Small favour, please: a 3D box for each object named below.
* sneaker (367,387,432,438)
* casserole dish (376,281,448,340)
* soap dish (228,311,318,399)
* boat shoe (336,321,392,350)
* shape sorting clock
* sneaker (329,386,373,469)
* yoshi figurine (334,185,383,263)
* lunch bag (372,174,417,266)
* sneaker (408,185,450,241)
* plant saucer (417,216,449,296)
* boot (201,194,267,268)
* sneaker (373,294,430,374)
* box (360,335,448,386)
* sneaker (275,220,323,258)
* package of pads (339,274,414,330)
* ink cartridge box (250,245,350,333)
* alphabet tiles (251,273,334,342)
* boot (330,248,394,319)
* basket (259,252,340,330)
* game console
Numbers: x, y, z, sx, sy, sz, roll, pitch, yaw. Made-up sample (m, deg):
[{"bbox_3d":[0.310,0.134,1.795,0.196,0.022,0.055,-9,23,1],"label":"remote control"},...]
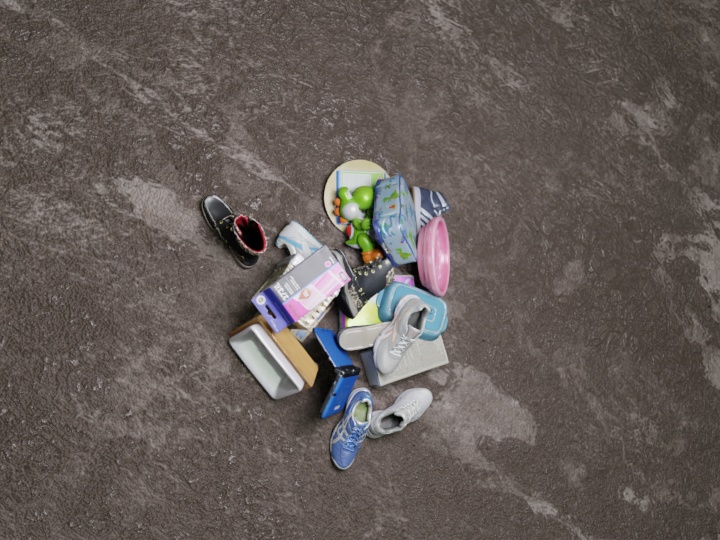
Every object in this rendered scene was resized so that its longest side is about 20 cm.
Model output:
[{"bbox_3d":[0.107,0.357,1.639,0.200,0.099,0.078,-29,92,-22],"label":"sneaker"},{"bbox_3d":[0.137,0.098,1.649,0.200,0.039,0.121,22,71,-15],"label":"casserole dish"},{"bbox_3d":[-0.199,0.194,1.526,0.200,0.157,0.081,53,51,-5],"label":"soap dish"},{"bbox_3d":[0.037,0.156,1.602,0.199,0.063,0.073,-1,97,-18],"label":"boat shoe"},{"bbox_3d":[0.000,-0.186,1.719,0.199,0.039,0.201,0,90,-15],"label":"shape sorting clock"},{"bbox_3d":[-0.021,0.380,1.588,0.076,0.077,0.200,16,87,-11],"label":"sneaker"},{"bbox_3d":[0.017,-0.127,1.656,0.112,0.112,0.200,-28,95,-30],"label":"yoshi figurine"},{"bbox_3d":[0.089,-0.120,1.630,0.161,0.082,0.200,58,26,-46],"label":"lunch bag"},{"bbox_3d":[0.181,-0.124,1.763,0.108,0.070,0.201,4,77,-19],"label":"sneaker"},{"bbox_3d":[0.183,-0.034,1.663,0.051,0.200,0.201,-2,79,19],"label":"plant saucer"},{"bbox_3d":[-0.290,-0.102,1.534,0.073,0.151,0.200,-32,93,-22],"label":"boot"},{"bbox_3d":[0.097,0.153,1.539,0.076,0.092,0.200,24,89,-23],"label":"sneaker"},{"bbox_3d":[0.111,0.220,1.674,0.200,0.078,0.095,-13,86,-22],"label":"box"},{"bbox_3d":[-0.118,-0.032,1.621,0.200,0.077,0.081,41,87,10],"label":"sneaker"},{"bbox_3d":[0.044,0.088,1.675,0.199,0.068,0.155,2,80,-20],"label":"package of pads"},{"bbox_3d":[-0.127,0.041,1.425,0.200,0.037,0.095,-37,98,-9],"label":"ink cartridge box"},{"bbox_3d":[-0.164,0.074,1.632,0.166,0.006,0.200,43,69,-9],"label":"alphabet tiles"},{"bbox_3d":[-0.001,0.000,1.564,0.154,0.073,0.204,-37,134,-25],"label":"boot"},{"bbox_3d":[-0.152,0.054,1.532,0.135,0.200,0.123,39,75,-11],"label":"basket"},{"bbox_3d":[-0.078,0.237,1.550,0.118,0.200,0.171,26,89,13],"label":"game console"}]
